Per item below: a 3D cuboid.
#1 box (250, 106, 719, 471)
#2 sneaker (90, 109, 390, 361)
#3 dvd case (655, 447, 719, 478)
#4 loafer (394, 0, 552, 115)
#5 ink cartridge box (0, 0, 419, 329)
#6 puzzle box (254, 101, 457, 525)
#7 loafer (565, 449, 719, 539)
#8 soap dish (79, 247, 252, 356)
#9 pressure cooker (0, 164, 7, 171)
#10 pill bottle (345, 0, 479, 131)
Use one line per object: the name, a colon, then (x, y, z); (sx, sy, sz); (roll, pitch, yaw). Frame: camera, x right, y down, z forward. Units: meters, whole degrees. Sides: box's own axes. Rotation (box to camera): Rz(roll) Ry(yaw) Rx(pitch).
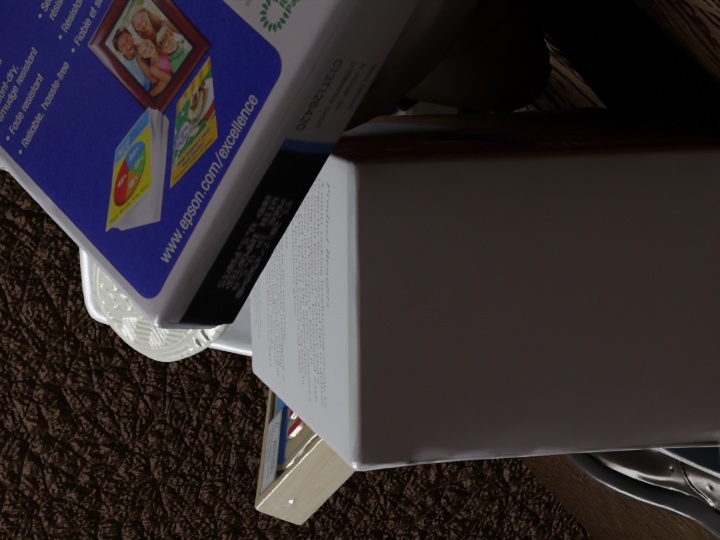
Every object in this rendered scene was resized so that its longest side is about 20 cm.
box: (0.048, -0.001, 0.938); (0.200, 0.152, 0.107); (-151, 60, -75)
sneaker: (-0.047, -0.042, 1.145); (0.077, 0.111, 0.200); (42, 139, 9)
dvd case: (0.117, 0.061, 1.199); (0.200, 0.025, 0.150); (24, 180, 23)
loafer: (0.012, -0.103, 1.020); (0.068, 0.076, 0.200); (53, 173, -29)
ink cartridge box: (-0.067, -0.118, 0.818); (0.047, 0.198, 0.200); (2, -145, -50)
puzzle box: (0.000, 0.000, 1.146); (0.025, 0.133, 0.200); (21, -132, -20)
loafer: (0.186, 0.093, 1.322); (0.200, 0.071, 0.073); (27, -157, 36)
soap dish: (-0.050, -0.030, 1.335); (0.200, 0.081, 0.158); (10, 133, 10)
pressure cooker: (-0.127, -0.154, 1.175); (0.176, 0.200, 0.179); (27, -164, 16)
pill bottle: (-0.057, -0.148, 0.914); (0.200, 0.120, 0.120); (42, 176, 32)
